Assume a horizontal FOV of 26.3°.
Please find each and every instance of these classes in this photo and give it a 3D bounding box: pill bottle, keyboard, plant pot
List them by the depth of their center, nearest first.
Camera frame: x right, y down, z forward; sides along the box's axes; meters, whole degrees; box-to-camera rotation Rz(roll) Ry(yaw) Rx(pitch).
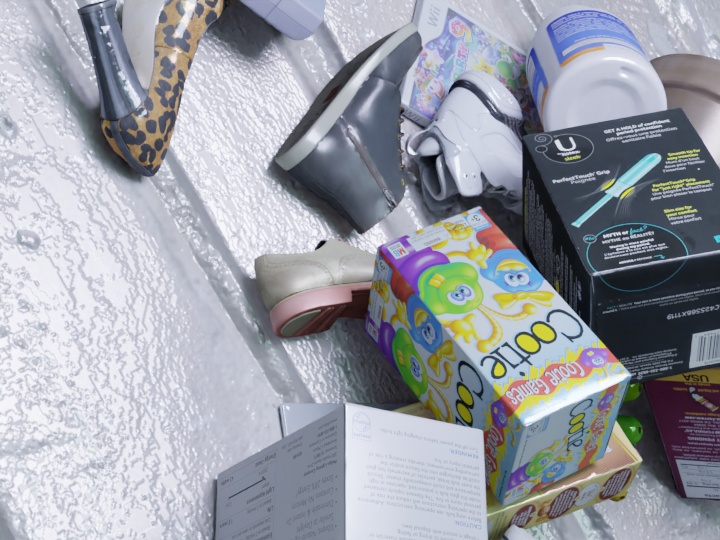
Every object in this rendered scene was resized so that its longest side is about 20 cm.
[{"bbox_3d":[0.021,0.138,1.284,0.199,0.011,0.057,4,62,-35],"label":"keyboard"},{"bbox_3d":[0.214,-0.180,1.438,0.112,0.112,0.200,36,21,-17],"label":"pill bottle"},{"bbox_3d":[0.313,-0.080,1.499,0.200,0.200,0.174,41,69,-14],"label":"plant pot"}]

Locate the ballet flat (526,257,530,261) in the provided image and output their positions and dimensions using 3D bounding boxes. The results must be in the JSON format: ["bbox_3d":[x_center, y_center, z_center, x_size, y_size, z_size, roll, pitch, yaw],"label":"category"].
[{"bbox_3d":[0.225,0.019,1.453,0.199,0.068,0.067,12,40,-33],"label":"ballet flat"}]

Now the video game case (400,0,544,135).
[{"bbox_3d":[0.127,-0.168,1.497,0.199,0.018,0.144,28,56,-23],"label":"video game case"}]

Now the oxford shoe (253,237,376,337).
[{"bbox_3d":[0.000,0.000,1.294,0.199,0.071,0.074,-9,64,-42],"label":"oxford shoe"}]

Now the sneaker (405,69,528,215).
[{"bbox_3d":[0.128,-0.077,1.414,0.115,0.075,0.200,-44,99,-26],"label":"sneaker"}]

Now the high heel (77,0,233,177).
[{"bbox_3d":[-0.153,-0.166,1.281,0.200,0.071,0.143,-32,113,-53],"label":"high heel"}]

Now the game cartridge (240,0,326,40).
[{"bbox_3d":[-0.113,-0.280,1.322,0.200,0.040,0.133,40,15,-14],"label":"game cartridge"}]

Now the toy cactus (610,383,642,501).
[{"bbox_3d":[0.169,0.118,1.362,0.164,0.102,0.201,20,59,-5],"label":"toy cactus"}]

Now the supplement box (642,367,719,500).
[{"bbox_3d":[0.333,0.104,1.407,0.200,0.103,0.131,64,38,-42],"label":"supplement box"}]

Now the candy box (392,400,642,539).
[{"bbox_3d":[0.111,0.150,1.240,0.199,0.055,0.116,-15,55,-23],"label":"candy box"}]

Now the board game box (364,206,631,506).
[{"bbox_3d":[0.102,0.064,1.207,0.103,0.105,0.200,-21,52,-25],"label":"board game box"}]

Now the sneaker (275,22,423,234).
[{"bbox_3d":[0.014,-0.126,1.367,0.106,0.075,0.200,46,59,-15],"label":"sneaker"}]

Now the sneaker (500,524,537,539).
[{"bbox_3d":[0.142,0.267,1.132,0.079,0.200,0.078,-48,122,4],"label":"sneaker"}]

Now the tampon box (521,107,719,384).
[{"bbox_3d":[0.232,-0.022,1.295,0.149,0.127,0.200,-10,39,-5],"label":"tampon box"}]

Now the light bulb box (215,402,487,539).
[{"bbox_3d":[-0.011,0.224,1.095,0.124,0.198,0.201,13,63,-28],"label":"light bulb box"}]
